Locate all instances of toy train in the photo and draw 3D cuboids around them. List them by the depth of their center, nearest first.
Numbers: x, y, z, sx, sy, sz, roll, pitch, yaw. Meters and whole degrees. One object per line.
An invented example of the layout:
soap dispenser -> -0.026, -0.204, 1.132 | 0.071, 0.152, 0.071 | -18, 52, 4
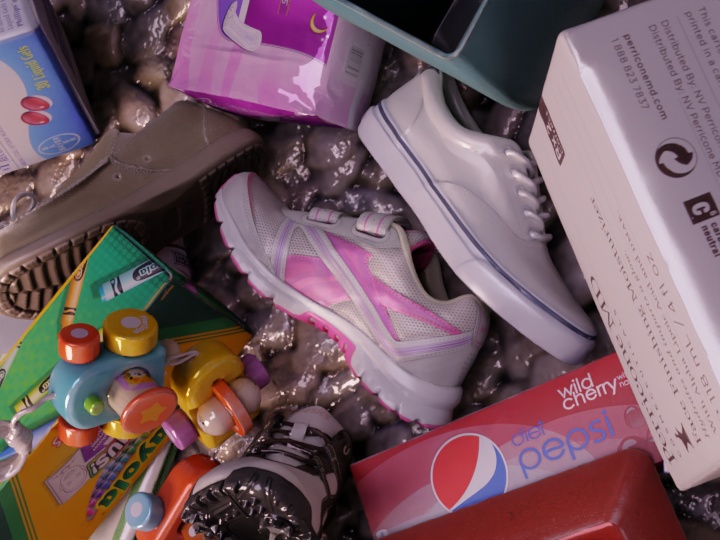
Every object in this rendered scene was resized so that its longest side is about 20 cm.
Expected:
toy train -> -0.117, 0.107, 0.835 | 0.055, 0.200, 0.151 | 36, 92, 39

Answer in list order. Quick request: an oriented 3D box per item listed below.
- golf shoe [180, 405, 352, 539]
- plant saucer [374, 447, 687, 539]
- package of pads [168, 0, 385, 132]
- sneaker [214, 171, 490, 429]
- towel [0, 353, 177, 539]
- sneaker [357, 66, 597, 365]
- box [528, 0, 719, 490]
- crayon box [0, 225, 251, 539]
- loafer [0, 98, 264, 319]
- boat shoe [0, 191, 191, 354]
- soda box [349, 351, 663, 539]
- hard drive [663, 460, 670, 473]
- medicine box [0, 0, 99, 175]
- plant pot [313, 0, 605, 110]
golf shoe -> -0.046, 0.112, 0.807 | 0.077, 0.200, 0.095 | 18, 74, 4
plant saucer -> 0.096, 0.219, 0.772 | 0.198, 0.037, 0.202 | -23, 95, 20
package of pads -> -0.034, -0.190, 0.903 | 0.119, 0.076, 0.202 | 13, 89, 27
sneaker -> 0.000, 0.000, 0.866 | 0.200, 0.081, 0.089 | 41, 99, 15
towel -> -0.213, 0.115, 0.976 | 0.199, 0.023, 0.154 | 22, 92, 27
sneaker -> 0.075, -0.038, 0.834 | 0.071, 0.073, 0.201 | -44, 68, 17
box -> 0.208, -0.031, 0.675 | 0.198, 0.131, 0.201 | -20, 74, -6
crayon box -> -0.166, 0.083, 0.877 | 0.058, 0.119, 0.201 | 38, 88, 26
loafer -> -0.150, -0.040, 0.892 | 0.199, 0.076, 0.068 | -32, 61, -29
boat shoe -> -0.212, -0.007, 0.953 | 0.200, 0.075, 0.087 | -18, 65, 8
soda box -> 0.098, 0.101, 0.807 | 0.199, 0.070, 0.064 | -26, 73, 20
hard drive -> 0.216, 0.002, 0.747 | 0.130, 0.025, 0.202 | 1, 73, 1
medicine box -> -0.286, -0.124, 0.919 | 0.198, 0.182, 0.104 | -20, 75, -4
plant pot -> 0.058, -0.172, 0.787 | 0.141, 0.200, 0.142 | 31, 92, 23
